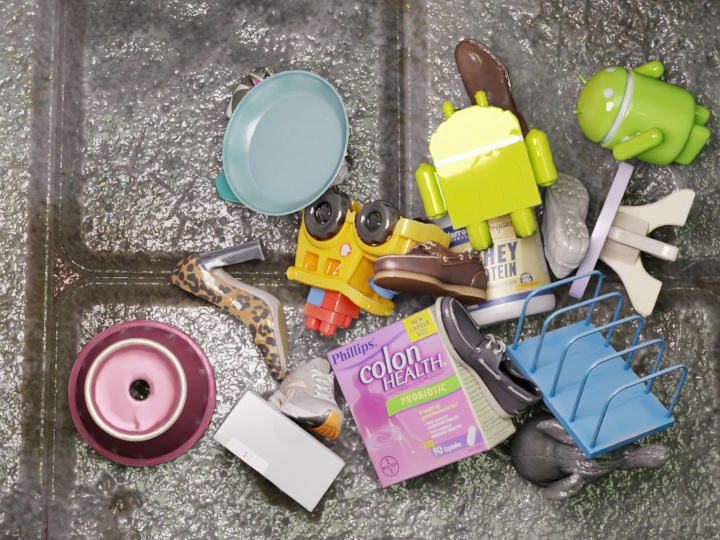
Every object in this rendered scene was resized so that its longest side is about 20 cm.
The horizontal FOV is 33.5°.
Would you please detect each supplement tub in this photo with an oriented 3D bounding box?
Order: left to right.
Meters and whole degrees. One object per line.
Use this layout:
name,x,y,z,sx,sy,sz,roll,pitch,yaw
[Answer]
supplement tub,0.182,-0.028,1.665,0.144,0.144,0.201,-12,84,-8

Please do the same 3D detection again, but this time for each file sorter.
file sorter,0.309,0.114,1.560,0.138,0.123,0.200,-16,47,-24

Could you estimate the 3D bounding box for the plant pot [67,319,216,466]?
plant pot,-0.289,0.158,1.566,0.199,0.179,0.201,1,82,-6

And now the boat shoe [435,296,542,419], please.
boat shoe,0.167,0.105,1.546,0.062,0.073,0.200,-23,115,29

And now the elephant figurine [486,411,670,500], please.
elephant figurine,0.290,0.245,1.612,0.155,0.200,0.142,-45,95,-8

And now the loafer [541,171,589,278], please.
loafer,0.284,-0.068,1.686,0.070,0.070,0.200,19,37,-4

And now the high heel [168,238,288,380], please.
high heel,-0.180,0.066,1.660,0.142,0.071,0.201,-14,93,9

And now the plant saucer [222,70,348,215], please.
plant saucer,-0.095,-0.169,1.615,0.199,0.036,0.201,-7,76,28

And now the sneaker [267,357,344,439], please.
sneaker,-0.064,0.160,1.581,0.075,0.200,0.092,31,82,-21

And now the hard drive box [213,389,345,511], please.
hard drive box,-0.111,0.232,1.567,0.156,0.200,0.077,37,80,-1

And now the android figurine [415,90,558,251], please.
android figurine,0.162,-0.132,1.567,0.181,0.041,0.201,-18,95,9

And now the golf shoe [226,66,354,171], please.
golf shoe,-0.097,-0.198,1.699,0.200,0.077,0.088,42,104,-2

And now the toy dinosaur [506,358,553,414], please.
toy dinosaur,0.239,0.157,1.664,0.088,0.200,0.048,-13,117,-36

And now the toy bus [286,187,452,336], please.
toy bus,0.000,0.000,1.612,0.199,0.135,0.193,13,85,38

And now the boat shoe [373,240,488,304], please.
boat shoe,0.088,-0.003,1.525,0.199,0.070,0.071,12,74,-48

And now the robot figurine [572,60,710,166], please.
robot figurine,0.402,-0.223,1.729,0.199,0.116,0.176,19,52,-6

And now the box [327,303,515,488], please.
box,0.081,0.164,1.609,0.175,0.097,0.201,-25,85,30

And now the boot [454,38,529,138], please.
boot,0.156,-0.231,1.665,0.064,0.200,0.187,-33,89,32

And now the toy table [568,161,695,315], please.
toy table,0.384,-0.039,1.687,0.117,0.184,0.201,21,106,10

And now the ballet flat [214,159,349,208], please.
ballet flat,-0.105,-0.124,1.671,0.199,0.072,0.072,-8,83,24
